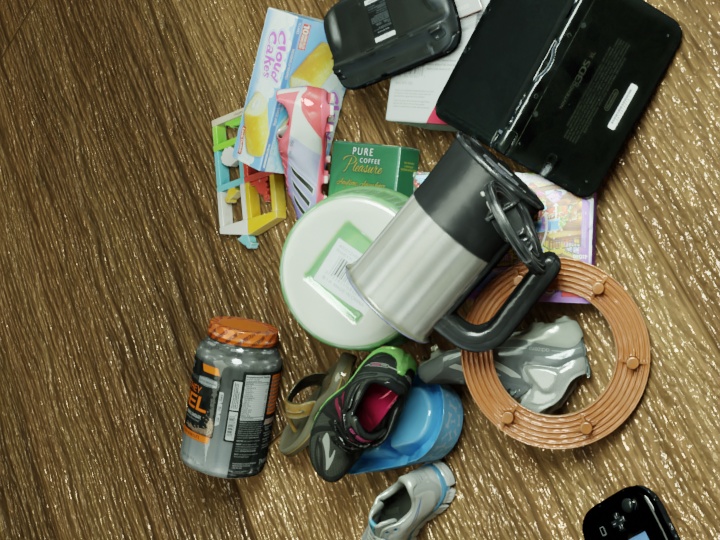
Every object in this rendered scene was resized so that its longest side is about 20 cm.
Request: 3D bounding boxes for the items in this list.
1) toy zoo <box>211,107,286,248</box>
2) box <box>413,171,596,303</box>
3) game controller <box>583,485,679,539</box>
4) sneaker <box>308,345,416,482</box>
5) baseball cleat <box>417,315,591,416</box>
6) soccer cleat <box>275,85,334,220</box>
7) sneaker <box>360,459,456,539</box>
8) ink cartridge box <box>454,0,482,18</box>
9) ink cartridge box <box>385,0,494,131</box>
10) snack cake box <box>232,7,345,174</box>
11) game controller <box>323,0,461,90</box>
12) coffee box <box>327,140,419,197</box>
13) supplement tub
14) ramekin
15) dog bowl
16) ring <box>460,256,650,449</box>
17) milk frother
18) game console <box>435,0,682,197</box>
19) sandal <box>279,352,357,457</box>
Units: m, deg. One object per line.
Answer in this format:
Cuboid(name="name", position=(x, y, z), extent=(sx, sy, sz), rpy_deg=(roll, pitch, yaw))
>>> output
Cuboid(name="toy zoo", position=(-0.160, -0.131, 1.609), extent=(0.130, 0.020, 0.203), rpy_deg=(-13, 80, 44))
Cuboid(name="box", position=(0.154, -0.036, 1.215), extent=(0.197, 0.039, 0.139), rpy_deg=(2, 90, 16))
Cuboid(name="game controller", position=(0.291, 0.319, 1.114), extent=(0.104, 0.042, 0.202), rpy_deg=(-40, 61, 36))
Cuboid(name="sneaker", position=(-0.006, 0.174, 1.297), extent=(0.076, 0.084, 0.201), rpy_deg=(27, 119, -6))
Cuboid(name="baseball cleat", position=(0.154, 0.117, 1.230), extent=(0.198, 0.069, 0.108), rpy_deg=(-20, 75, 31))
Cuboid(name="soccer cleat", position=(-0.075, -0.143, 1.438), extent=(0.067, 0.075, 0.202), rpy_deg=(-85, 2, -54))
Cuboid(name="sneaker", position=(0.031, 0.308, 1.356), extent=(0.075, 0.086, 0.201), rpy_deg=(45, 120, 34))
Cuboid(name="ink cartridge box", position=(0.050, -0.357, 1.276), extent=(0.199, 0.045, 0.178), rpy_deg=(-10, 104, 47))
Cuboid(name="ink cartridge box", position=(0.116, -0.263, 1.290), extent=(0.144, 0.083, 0.203), rpy_deg=(12, 96, 46))
Cuboid(name="snack cake box", position=(-0.084, -0.229, 1.470), extent=(0.067, 0.114, 0.202), rpy_deg=(28, 109, 44))
Cuboid(name="game controller", position=(0.032, -0.277, 1.283), extent=(0.199, 0.042, 0.106), rpy_deg=(-12, 88, 47))
Cuboid(name="coffee box", position=(0.010, -0.059, 1.419), extent=(0.122, 0.044, 0.203), rpy_deg=(9, 95, 45))
Cuboid(name="supplement tub", position=(-0.175, 0.172, 1.542), extent=(0.122, 0.122, 0.203), rpy_deg=(17, 100, 44))
Cuboid(name="ramekin", position=(0.000, 0.000, 1.324), extent=(0.197, 0.098, 0.203), rpy_deg=(1, 93, 11))
Cuboid(name="dog bowl", position=(0.044, 0.186, 1.359), extent=(0.199, 0.049, 0.113), rpy_deg=(-22, 59, 43))
Cuboid(name="ring", position=(0.200, 0.086, 1.172), extent=(0.198, 0.019, 0.203), rpy_deg=(0, 91, 16))
Cuboid(name="milk frother", position=(0.089, -0.014, 1.102), extent=(0.180, 0.200, 0.189), rpy_deg=(44, 105, 19))
Cuboid(name="game console", position=(0.204, -0.207, 1.177), extent=(0.202, 0.174, 0.116), rpy_deg=(-62, 12, 9))
Cuboid(name="sandal", position=(-0.065, 0.164, 1.447), extent=(0.201, 0.054, 0.081), rpy_deg=(-56, 13, 44))
